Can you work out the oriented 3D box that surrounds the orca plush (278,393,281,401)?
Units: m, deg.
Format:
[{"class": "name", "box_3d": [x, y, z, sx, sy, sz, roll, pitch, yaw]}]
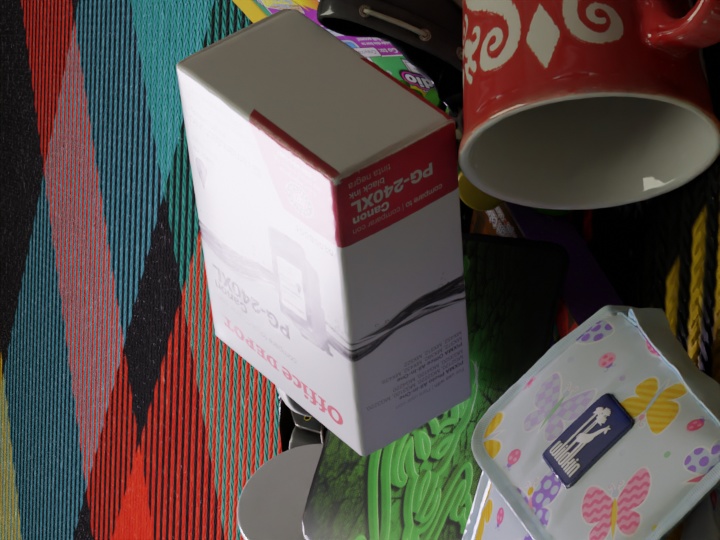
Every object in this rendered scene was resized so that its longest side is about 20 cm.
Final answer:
[{"class": "orca plush", "box_3d": [0.010, 0.053, 1.592, 0.071, 0.105, 0.200, 52, 130, -1]}]

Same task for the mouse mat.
[{"class": "mouse mat", "box_3d": [0.041, 0.074, 1.309, 0.161, 0.008, 0.200, 7, 81, 48]}]

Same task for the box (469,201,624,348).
[{"class": "box", "box_3d": [0.105, 0.046, 1.342, 0.200, 0.039, 0.137, -116, 30, -54]}]

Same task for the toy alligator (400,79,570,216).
[{"class": "toy alligator", "box_3d": [0.037, -0.087, 1.346, 0.059, 0.200, 0.054, -51, -22, -56]}]

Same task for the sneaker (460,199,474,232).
[{"class": "sneaker", "box_3d": [0.000, 0.000, 1.465, 0.200, 0.089, 0.077, -55, -4, 34]}]

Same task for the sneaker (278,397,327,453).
[{"class": "sneaker", "box_3d": [0.012, 0.136, 1.526, 0.200, 0.106, 0.075, -136, 49, -67]}]

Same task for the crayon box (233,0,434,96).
[{"class": "crayon box", "box_3d": [0.008, -0.172, 1.343, 0.200, 0.173, 0.058, 4, 57, 49]}]

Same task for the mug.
[{"class": "mug", "box_3d": [0.131, -0.154, 1.183, 0.133, 0.177, 0.200, 36, -135, -54]}]

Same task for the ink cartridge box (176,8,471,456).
[{"class": "ink cartridge box", "box_3d": [-0.018, -0.019, 1.245, 0.145, 0.083, 0.200, 37, 145, 39]}]

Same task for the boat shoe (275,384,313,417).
[{"class": "boat shoe", "box_3d": [-0.023, -0.009, 1.412, 0.065, 0.074, 0.202, 166, 108, -65]}]

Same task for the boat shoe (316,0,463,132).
[{"class": "boat shoe", "box_3d": [0.056, -0.105, 1.262, 0.073, 0.200, 0.063, -14, 41, 58]}]

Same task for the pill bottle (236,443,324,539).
[{"class": "pill bottle", "box_3d": [-0.009, 0.210, 1.472, 0.110, 0.109, 0.200, -109, 0, -47]}]

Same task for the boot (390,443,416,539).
[{"class": "boot", "box_3d": [0.041, 0.128, 1.391, 0.144, 0.072, 0.200, 119, 152, -66]}]

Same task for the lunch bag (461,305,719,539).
[{"class": "lunch bag", "box_3d": [0.129, 0.134, 1.132, 0.170, 0.127, 0.200, -122, 43, -56]}]
